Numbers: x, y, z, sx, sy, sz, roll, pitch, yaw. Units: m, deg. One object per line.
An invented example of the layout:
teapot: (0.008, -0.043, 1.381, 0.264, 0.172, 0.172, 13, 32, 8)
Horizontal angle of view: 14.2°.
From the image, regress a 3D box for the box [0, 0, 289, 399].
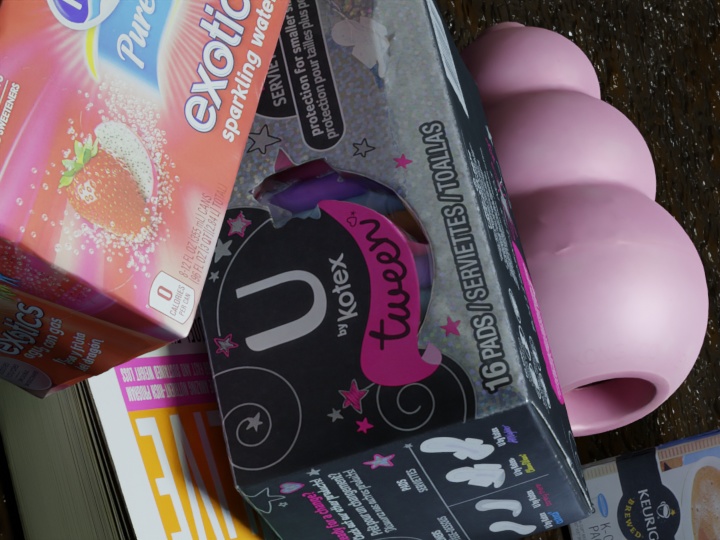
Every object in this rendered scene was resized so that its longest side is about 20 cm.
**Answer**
box: (-0.093, -0.072, 0.948, 0.100, 0.095, 0.201, 30, 60, -25)

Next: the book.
book: (-0.076, 0.073, 1.039, 0.134, 0.048, 0.201, -2, 75, -68)

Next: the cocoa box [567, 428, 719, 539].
cocoa box: (0.200, 0.177, 1.422, 0.133, 0.131, 0.201, 4, 71, -63)

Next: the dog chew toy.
dog chew toy: (0.087, -0.026, 1.346, 0.124, 0.124, 0.201, 32, 39, -54)

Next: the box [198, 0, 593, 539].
box: (0.000, 0.000, 1.093, 0.132, 0.114, 0.201, 57, 16, -62)
